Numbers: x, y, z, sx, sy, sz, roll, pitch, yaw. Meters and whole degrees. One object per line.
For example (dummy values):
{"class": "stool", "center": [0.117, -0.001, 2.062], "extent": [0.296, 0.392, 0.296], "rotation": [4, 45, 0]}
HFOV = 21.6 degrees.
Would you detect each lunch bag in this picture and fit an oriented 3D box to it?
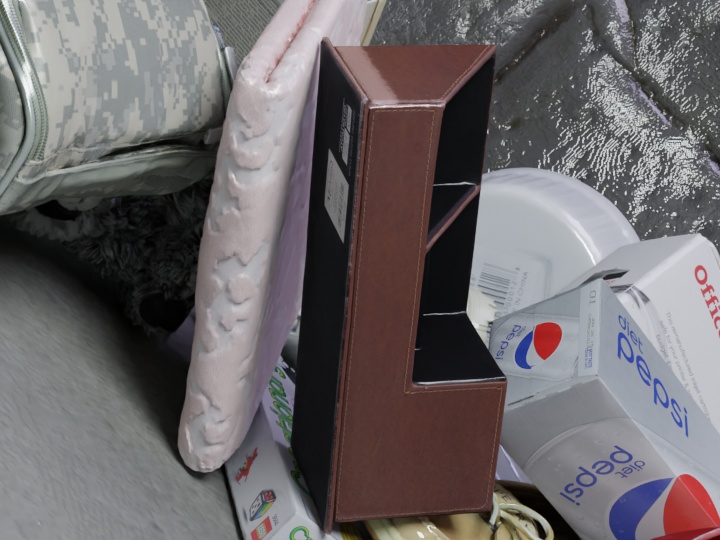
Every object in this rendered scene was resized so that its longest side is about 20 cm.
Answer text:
{"class": "lunch bag", "center": [-0.151, -0.094, 0.776], "extent": [0.168, 0.139, 0.200], "rotation": [46, 20, 9]}

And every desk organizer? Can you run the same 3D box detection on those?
{"class": "desk organizer", "center": [0.021, 0.007, 0.803], "extent": [0.077, 0.200, 0.072], "rotation": [-2, 27, -15]}

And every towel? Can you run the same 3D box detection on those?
{"class": "towel", "center": [-0.039, -0.038, 0.868], "extent": [0.032, 0.200, 0.191], "rotation": [13, 33, 5]}

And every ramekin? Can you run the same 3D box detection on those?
{"class": "ramekin", "center": [0.106, 0.025, 1.367], "extent": [0.200, 0.200, 0.098], "rotation": [48, 17, 11]}

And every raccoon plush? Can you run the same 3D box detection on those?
{"class": "raccoon plush", "center": [-0.137, -0.032, 0.962], "extent": [0.134, 0.097, 0.200], "rotation": [32, -17, -9]}

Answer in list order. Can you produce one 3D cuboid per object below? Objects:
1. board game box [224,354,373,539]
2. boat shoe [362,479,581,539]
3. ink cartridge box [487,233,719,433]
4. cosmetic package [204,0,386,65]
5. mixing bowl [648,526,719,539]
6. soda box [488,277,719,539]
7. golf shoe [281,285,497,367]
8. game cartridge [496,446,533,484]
{"class": "board game box", "center": [-0.015, 0.112, 0.921], "extent": [0.126, 0.035, 0.200], "rotation": [41, 10, -25]}
{"class": "boat shoe", "center": [0.071, 0.125, 0.910], "extent": [0.073, 0.063, 0.200], "rotation": [54, 19, 28]}
{"class": "ink cartridge box", "center": [0.166, 0.086, 1.231], "extent": [0.083, 0.200, 0.147], "rotation": [-9, -70, 51]}
{"class": "cosmetic package", "center": [-0.066, -0.128, 1.232], "extent": [0.073, 0.200, 0.104], "rotation": [-21, 60, -36]}
{"class": "mixing bowl", "center": [0.140, 0.200, 0.842], "extent": [0.200, 0.200, 0.108], "rotation": [42, -13, -23]}
{"class": "soda box", "center": [0.136, 0.099, 0.901], "extent": [0.200, 0.063, 0.068], "rotation": [50, 31, -30]}
{"class": "golf shoe", "center": [-0.013, 0.034, 1.005], "extent": [0.097, 0.078, 0.200], "rotation": [24, -18, -31]}
{"class": "game cartridge", "center": [0.110, 0.181, 1.019], "extent": [0.130, 0.038, 0.200], "rotation": [13, 42, -52]}
